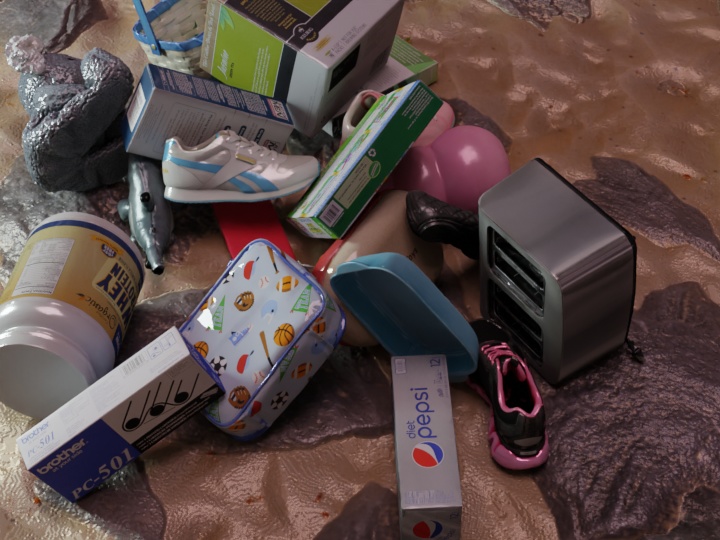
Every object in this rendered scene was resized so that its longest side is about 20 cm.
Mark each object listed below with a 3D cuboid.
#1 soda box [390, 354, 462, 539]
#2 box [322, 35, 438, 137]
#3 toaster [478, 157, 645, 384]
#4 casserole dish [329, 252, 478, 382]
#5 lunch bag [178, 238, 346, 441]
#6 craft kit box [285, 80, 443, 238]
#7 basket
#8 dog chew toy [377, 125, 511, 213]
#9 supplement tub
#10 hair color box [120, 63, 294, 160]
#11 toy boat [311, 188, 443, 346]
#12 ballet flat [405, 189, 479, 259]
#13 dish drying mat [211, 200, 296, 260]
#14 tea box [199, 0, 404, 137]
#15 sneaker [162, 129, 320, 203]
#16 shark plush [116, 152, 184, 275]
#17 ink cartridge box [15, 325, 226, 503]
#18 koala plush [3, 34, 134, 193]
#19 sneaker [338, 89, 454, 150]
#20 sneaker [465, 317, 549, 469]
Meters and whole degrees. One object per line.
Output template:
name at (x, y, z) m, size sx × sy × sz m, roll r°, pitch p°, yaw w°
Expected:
soda box at (0.067, 0.185, 1.347) m, size 0.062 × 0.069 × 0.202 m, roll -2°, pitch 45°, yaw -1°
box at (-0.008, -0.276, 1.836) m, size 0.199 × 0.037 × 0.144 m, roll -32°, pitch 52°, yaw -25°
toaster at (0.219, 0.008, 1.445) m, size 0.118 × 0.182 × 0.200 m, roll -28°, pitch 50°, yaw -19°
casserole dish at (0.053, 0.046, 1.400) m, size 0.120 × 0.200 × 0.039 m, roll -10°, pitch 40°, yaw 49°
lunch bag at (-0.117, 0.070, 1.411) m, size 0.201 × 0.076 × 0.160 m, roll -50°, pitch 54°, yaw -2°
craft kit box at (0.000, -0.128, 1.540) m, size 0.048 × 0.197 × 0.201 m, roll 39°, pitch 84°, yaw -14°
basket at (-0.240, -0.362, 1.807) m, size 0.138 × 0.202 × 0.176 m, roll 23°, pitch 48°, yaw 32°
dog chew toy at (0.086, -0.104, 1.607) m, size 0.197 × 0.126 × 0.126 m, roll -15°, pitch 45°, yaw -2°
supplement tub at (-0.330, 0.051, 1.438) m, size 0.142 × 0.146 × 0.202 m, roll 5°, pitch 45°, yaw 6°
hair color box at (-0.195, -0.184, 1.644) m, size 0.198 × 0.101 × 0.061 m, roll 12°, pitch 35°, yaw -31°
toy boat at (0.000, 0.000, 1.518) m, size 0.129 × 0.132 × 0.200 m, roll -6°, pitch 34°, yaw 42°
ballet flat at (0.127, -0.054, 1.523) m, size 0.066 × 0.199 × 0.058 m, roll -33°, pitch 60°, yaw 29°
dish drying mat at (-0.131, -0.040, 1.615) m, size 0.076 × 0.018 × 0.201 m, roll -14°, pitch 45°, yaw -13°
tea box at (-0.079, -0.323, 1.738) m, size 0.195 × 0.134 × 0.200 m, roll 34°, pitch 52°, yaw 11°
sneaker at (-0.147, -0.131, 1.598) m, size 0.196 × 0.082 × 0.077 m, roll -4°, pitch 16°, yaw -7°
shark plush at (-0.271, -0.069, 1.599) m, size 0.089 × 0.084 × 0.202 m, roll 0°, pitch 45°, yaw 1°
ink cartridge box at (-0.243, 0.149, 1.324) m, size 0.199 × 0.094 × 0.044 m, roll -35°, pitch 54°, yaw -2°
koala plush at (-0.388, -0.218, 1.697) m, size 0.183 × 0.178 × 0.200 m, roll -38°, pitch 56°, yaw -7°
sneaker at (0.051, -0.200, 1.709) m, size 0.199 × 0.106 × 0.075 m, roll -32°, pitch 50°, yaw -29°
sneaker at (0.159, 0.113, 1.399) m, size 0.078 × 0.096 × 0.201 m, roll -12°, pitch 44°, yaw -8°
